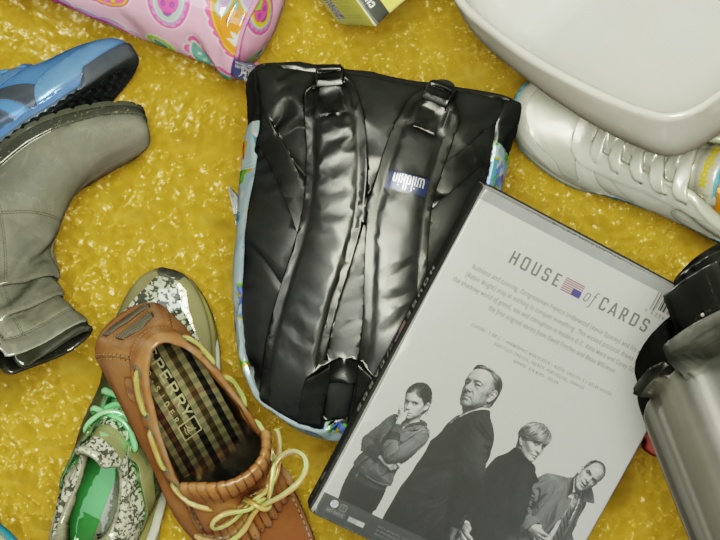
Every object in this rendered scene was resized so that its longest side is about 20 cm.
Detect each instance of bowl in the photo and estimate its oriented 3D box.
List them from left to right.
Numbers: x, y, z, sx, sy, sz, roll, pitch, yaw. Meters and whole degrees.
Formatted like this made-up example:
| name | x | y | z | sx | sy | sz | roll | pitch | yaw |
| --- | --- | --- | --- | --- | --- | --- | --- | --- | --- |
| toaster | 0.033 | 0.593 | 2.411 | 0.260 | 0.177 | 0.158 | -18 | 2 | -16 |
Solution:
| name | x | y | z | sx | sy | sz | roll | pitch | yaw |
| --- | --- | --- | --- | --- | --- | --- | --- | --- | --- |
| bowl | 0.174 | -0.158 | 0.993 | 0.200 | 0.075 | 0.200 | -41 | 54 | -14 |

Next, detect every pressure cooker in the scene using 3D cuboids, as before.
| name | x | y | z | sx | sy | sz | roll | pitch | yaw |
| --- | --- | --- | --- | --- | --- | --- | --- | --- | --- |
| pressure cooker | 0.230 | 0.075 | 0.871 | 0.178 | 0.176 | 0.201 | -14 | 61 | -7 |

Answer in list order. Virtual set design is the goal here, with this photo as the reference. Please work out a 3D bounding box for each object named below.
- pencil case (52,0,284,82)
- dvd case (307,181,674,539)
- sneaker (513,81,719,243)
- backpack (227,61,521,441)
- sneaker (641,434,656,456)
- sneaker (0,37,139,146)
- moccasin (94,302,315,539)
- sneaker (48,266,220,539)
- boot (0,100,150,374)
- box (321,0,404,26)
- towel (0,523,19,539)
| name | x | y | z | sx | sy | sz | roll | pitch | yaw |
| --- | --- | --- | --- | --- | --- | --- | --- | --- | --- |
| pencil case | -0.140 | -0.180 | 1.057 | 0.199 | 0.087 | 0.088 | 23 | 87 | 6 |
| dvd case | 0.082 | 0.073 | 0.950 | 0.150 | 0.025 | 0.201 | 27 | 96 | -12 |
| sneaker | 0.182 | -0.067 | 1.016 | 0.199 | 0.081 | 0.077 | 23 | 89 | 8 |
| backpack | 0.000 | 0.000 | 1.006 | 0.162 | 0.154 | 0.201 | 6 | 72 | -2 |
| sneaker | 0.182 | 0.068 | 1.009 | 0.200 | 0.071 | 0.098 | 36 | 89 | 5 |
| sneaker | -0.233 | -0.098 | 1.066 | 0.200 | 0.066 | 0.079 | -32 | 79 | 2 |
| moccasin | -0.077 | 0.108 | 0.991 | 0.073 | 0.078 | 0.202 | -31 | 117 | -17 |
| sneaker | -0.136 | 0.096 | 1.026 | 0.076 | 0.089 | 0.201 | 14 | 86 | 7 |
| boot | -0.190 | -0.009 | 1.023 | 0.199 | 0.068 | 0.131 | -27 | 73 | -21 |
| box | 0.057 | -0.225 | 1.028 | 0.200 | 0.075 | 0.050 | -42 | 108 | -9 |
| towel | -0.214 | 0.243 | 1.012 | 0.147 | 0.022 | 0.200 | -41 | 108 | 0 |
